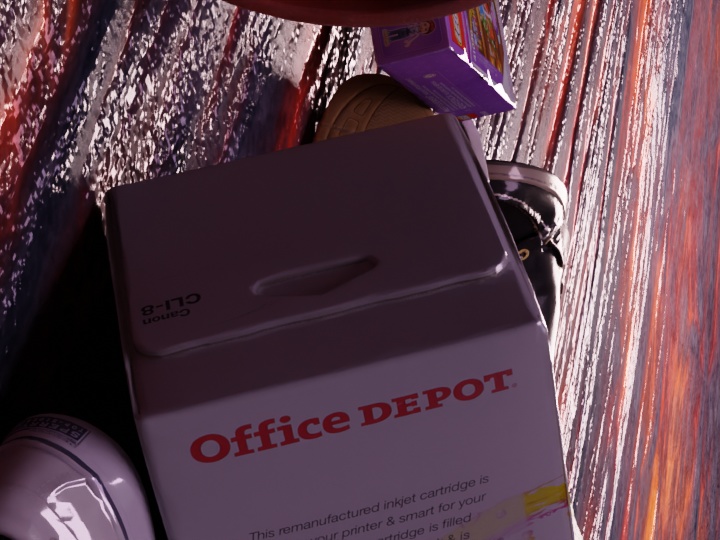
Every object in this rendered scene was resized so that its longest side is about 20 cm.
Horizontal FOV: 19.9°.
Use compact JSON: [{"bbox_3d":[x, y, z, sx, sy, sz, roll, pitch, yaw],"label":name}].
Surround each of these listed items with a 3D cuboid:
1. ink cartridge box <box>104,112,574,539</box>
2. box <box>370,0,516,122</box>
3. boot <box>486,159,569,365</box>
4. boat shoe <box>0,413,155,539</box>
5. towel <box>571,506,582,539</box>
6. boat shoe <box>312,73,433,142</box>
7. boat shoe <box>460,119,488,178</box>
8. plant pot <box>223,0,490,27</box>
[{"bbox_3d":[-0.004,0.069,0.783,0.145,0.144,0.201,-108,-174,-53],"label":"ink cartridge box"},{"bbox_3d":[0.028,-0.184,1.005,0.137,0.039,0.202,25,55,-71],"label":"box"},{"bbox_3d":[0.085,0.025,1.263,0.200,0.073,0.152,59,38,-70],"label":"boot"},{"bbox_3d":[-0.092,0.148,0.713,0.066,0.071,0.201,-55,144,-51],"label":"boat shoe"},{"bbox_3d":[0.093,0.134,1.133,0.200,0.036,0.150,6,69,-80],"label":"towel"},{"bbox_3d":[0.000,0.000,1.003,0.069,0.070,0.201,116,-19,-60],"label":"boat shoe"},{"bbox_3d":[0.026,0.016,1.067,0.073,0.061,0.202,180,-83,-77],"label":"boat shoe"},{"bbox_3d":[-0.001,-0.231,0.760,0.201,0.199,0.196,71,21,-51],"label":"plant pot"}]
